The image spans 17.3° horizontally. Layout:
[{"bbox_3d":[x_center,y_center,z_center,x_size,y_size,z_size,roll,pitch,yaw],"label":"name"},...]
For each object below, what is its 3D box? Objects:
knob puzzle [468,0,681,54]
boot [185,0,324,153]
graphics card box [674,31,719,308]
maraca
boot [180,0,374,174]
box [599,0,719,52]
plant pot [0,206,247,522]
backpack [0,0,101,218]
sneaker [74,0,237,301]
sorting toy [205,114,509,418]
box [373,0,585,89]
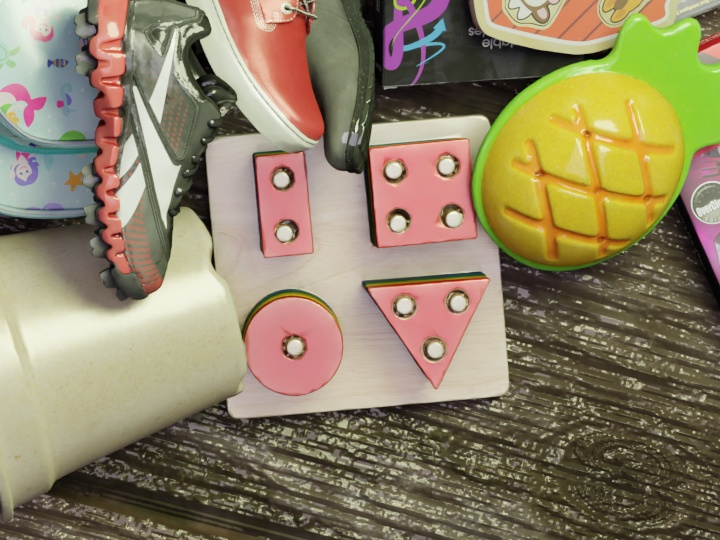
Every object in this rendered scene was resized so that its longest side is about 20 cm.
[{"bbox_3d":[0.152,-0.226,1.552,0.219,0.030,0.220,-8,112,-20],"label":"knob puzzle"},{"bbox_3d":[-0.036,-0.187,1.508,0.144,0.072,0.200,-28,76,15],"label":"boot"},{"bbox_3d":[0.278,-0.069,1.653,0.125,0.051,0.200,-24,97,-1],"label":"graphics card box"},{"bbox_3d":[0.165,-0.084,1.587,0.200,0.107,0.137,-42,114,9],"label":"maraca"},{"bbox_3d":[-0.057,-0.151,1.590,0.130,0.068,0.200,-2,62,-3],"label":"boot"},{"bbox_3d":[0.227,-0.259,1.631,0.200,0.050,0.158,-22,97,-1],"label":"box"},{"bbox_3d":[-0.181,0.045,1.574,0.183,0.200,0.201,-17,97,-13],"label":"plant pot"},{"bbox_3d":[-0.208,-0.132,1.549,0.177,0.151,0.200,-2,97,-29],"label":"backpack"},{"bbox_3d":[-0.124,-0.078,1.466,0.098,0.071,0.201,-1,105,-2],"label":"sneaker"},{"bbox_3d":[0.000,0.000,1.631,0.200,0.070,0.199,-5,96,-4],"label":"sorting toy"},{"bbox_3d":[0.079,-0.224,1.570,0.143,0.036,0.200,-4,109,-12],"label":"box"}]
